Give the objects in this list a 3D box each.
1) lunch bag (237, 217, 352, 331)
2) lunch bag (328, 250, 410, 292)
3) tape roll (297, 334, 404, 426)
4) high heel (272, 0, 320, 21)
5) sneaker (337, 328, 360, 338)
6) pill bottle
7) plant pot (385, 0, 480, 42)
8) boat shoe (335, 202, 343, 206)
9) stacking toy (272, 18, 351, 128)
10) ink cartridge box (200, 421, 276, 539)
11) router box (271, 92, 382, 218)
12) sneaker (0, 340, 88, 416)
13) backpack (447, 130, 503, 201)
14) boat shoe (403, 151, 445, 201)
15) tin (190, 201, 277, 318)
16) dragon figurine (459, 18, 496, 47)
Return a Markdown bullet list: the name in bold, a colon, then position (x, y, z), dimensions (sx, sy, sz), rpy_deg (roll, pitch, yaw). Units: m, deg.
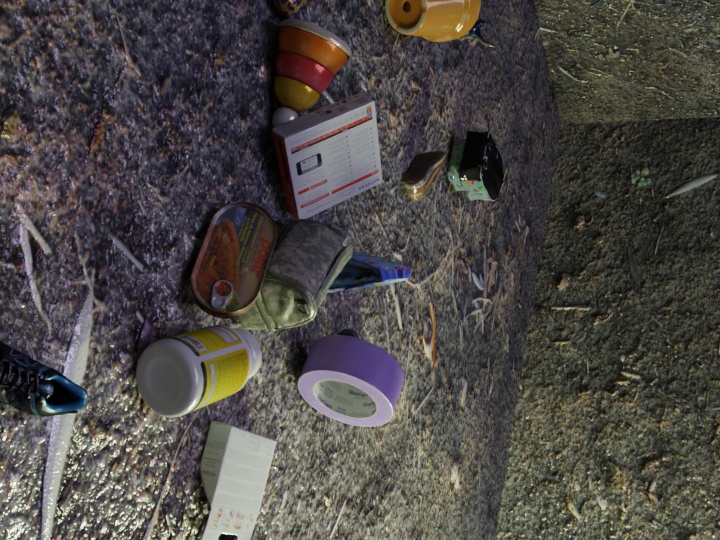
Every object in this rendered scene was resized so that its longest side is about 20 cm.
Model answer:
- **lunch bag**: position (-0.117, 0.003, 1.458), dimensions (0.201, 0.166, 0.140), rpy_deg (-61, 144, -46)
- **lunch bag**: position (0.000, 0.000, 1.677), dimensions (0.150, 0.198, 0.095), rpy_deg (-1, 92, -65)
- **tape roll**: position (-0.019, 0.220, 1.653), dimensions (0.201, 0.198, 0.086), rpy_deg (65, 36, -45)
- **high heel**: position (-0.103, -0.555, 1.559), dimensions (0.143, 0.071, 0.202), rpy_deg (41, 63, -67)
- **sneaker**: position (-0.005, 0.187, 1.845), dimensions (0.108, 0.067, 0.203), rpy_deg (-58, 145, -50)
- **pill bottle**: position (-0.237, 0.145, 1.269), dimensions (0.200, 0.111, 0.114), rpy_deg (-12, 102, -65)
- **plant pot**: position (0.162, -0.651, 2.030), dimensions (0.183, 0.199, 0.202), rpy_deg (-28, 118, -45)
- **boat shoe**: position (-0.084, -0.214, 1.641), dimensions (0.202, 0.071, 0.061), rpy_deg (62, 20, -44)
- **stacking toy**: position (-0.114, -0.345, 1.537), dimensions (0.146, 0.145, 0.202), rpy_deg (21, 91, -64)
- **ink cartridge box**: position (-0.220, 0.370, 1.413), dimensions (0.160, 0.047, 0.202), rpy_deg (41, 60, -60)
- **router box**: position (-0.058, -0.213, 1.567), dimensions (0.199, 0.049, 0.181), rpy_deg (-27, 132, -24)
- **sneaker**: position (-0.396, 0.118, 0.951), dimensions (0.200, 0.081, 0.074), rpy_deg (41, 57, -58)
- **backpack**: position (0.353, -0.303, 2.499), dimensions (0.200, 0.149, 0.179), rpy_deg (38, 60, -52)
- **boat shoe**: position (0.170, -0.250, 2.201), dimensions (0.200, 0.075, 0.072), rpy_deg (-48, 138, -42)
- **tin**: position (-0.202, -0.017, 1.340), dimensions (0.042, 0.111, 0.202), rpy_deg (106, 0, -63)
- **dragon figurine**: position (0.330, -0.717, 2.438), dimensions (0.059, 0.200, 0.100), rpy_deg (24, 99, -42)
